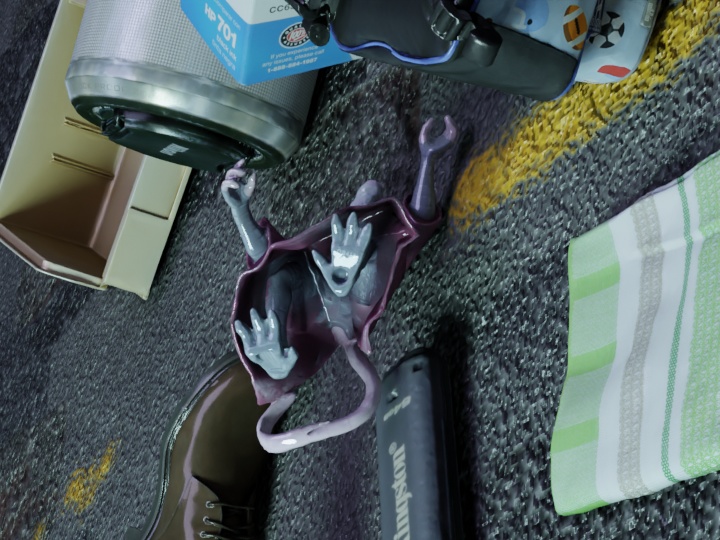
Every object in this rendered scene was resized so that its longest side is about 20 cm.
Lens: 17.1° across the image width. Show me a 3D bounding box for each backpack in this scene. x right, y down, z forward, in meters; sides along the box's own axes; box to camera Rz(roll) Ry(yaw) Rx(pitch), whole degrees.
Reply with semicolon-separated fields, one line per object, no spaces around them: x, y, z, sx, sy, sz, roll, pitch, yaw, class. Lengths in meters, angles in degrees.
0.076;-0.187;1.208;0.200;0.153;0.192;21;100;59;backpack

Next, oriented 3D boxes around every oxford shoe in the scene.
-0.085;0.143;1.456;0.084;0.072;0.201;36;111;50;oxford shoe

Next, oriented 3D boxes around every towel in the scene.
0.143;0.020;1.062;0.200;0.031;0.150;-32;45;57;towel

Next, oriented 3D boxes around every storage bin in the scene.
-0.191;-0.096;1.813;0.198;0.093;0.201;29;100;67;storage bin

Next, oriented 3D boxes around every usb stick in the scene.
0.031;0.130;1.231;0.055;0.032;0.201;-51;31;42;usb stick

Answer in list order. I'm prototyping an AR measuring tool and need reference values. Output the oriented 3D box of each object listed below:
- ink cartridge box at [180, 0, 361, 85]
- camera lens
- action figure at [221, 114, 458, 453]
-0.013;-0.217;1.340;0.086;0.146;0.201;55;149;35;ink cartridge box
-0.098;-0.174;1.574;0.160;0.159;0.201;-3;71;65;camera lens
0.000;0.000;1.328;0.200;0.133;0.150;-46;-57;-78;action figure
